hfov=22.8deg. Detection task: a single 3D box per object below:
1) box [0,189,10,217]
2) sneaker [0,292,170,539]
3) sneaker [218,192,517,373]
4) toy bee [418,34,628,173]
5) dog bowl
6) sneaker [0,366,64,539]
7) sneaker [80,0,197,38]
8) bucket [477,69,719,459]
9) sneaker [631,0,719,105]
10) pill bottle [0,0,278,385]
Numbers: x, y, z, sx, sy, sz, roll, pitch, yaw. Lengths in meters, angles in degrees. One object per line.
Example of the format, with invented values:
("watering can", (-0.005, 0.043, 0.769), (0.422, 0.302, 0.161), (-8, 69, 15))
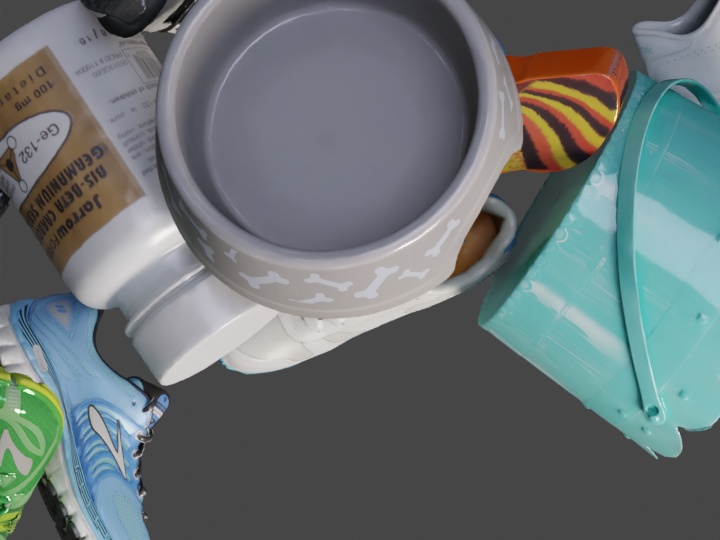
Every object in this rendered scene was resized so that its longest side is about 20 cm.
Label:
("box", (-0.324, -0.036, 0.973), (0.193, 0.048, 0.200), (41, 51, -5))
("sneaker", (-0.143, 0.102, 1.023), (0.089, 0.078, 0.201), (-23, 89, -18))
("sneaker", (0.000, 0.000, 1.065), (0.199, 0.081, 0.077), (-25, 91, -13))
("toy bee", (0.052, -0.082, 1.011), (0.131, 0.199, 0.110), (-37, 135, -41))
("dog bowl", (-0.015, -0.080, 0.921), (0.198, 0.059, 0.202), (-1, 76, 5))
("sneaker", (-0.210, 0.131, 0.950), (0.073, 0.201, 0.084), (16, 37, -18))
("sneaker", (-0.099, -0.166, 1.012), (0.074, 0.200, 0.080), (-35, 104, 20))
("bucket", (0.170, -0.009, 1.049), (0.134, 0.207, 0.208), (31, 78, -3))
("sneaker", (0.262, -0.171, 1.100), (0.199, 0.075, 0.089), (-32, 116, 18))
("pill bottle", (-0.131, -0.042, 1.007), (0.114, 0.114, 0.201), (-33, 82, -14))
